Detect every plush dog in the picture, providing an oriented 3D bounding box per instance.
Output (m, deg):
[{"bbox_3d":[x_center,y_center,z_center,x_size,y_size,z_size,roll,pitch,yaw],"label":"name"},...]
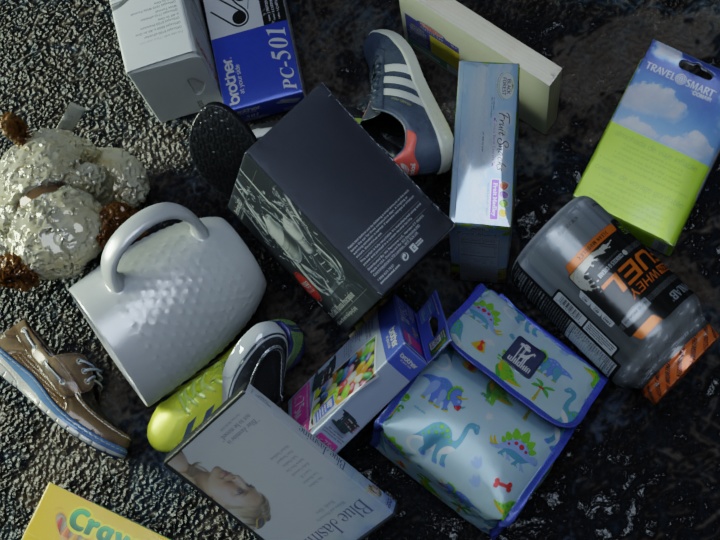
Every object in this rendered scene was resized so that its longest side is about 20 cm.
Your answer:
[{"bbox_3d":[-0.322,-0.065,1.383,0.198,0.161,0.173,-26,51,-3],"label":"plush dog"}]

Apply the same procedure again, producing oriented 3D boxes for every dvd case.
[{"bbox_3d":[-0.079,0.211,1.286,0.199,0.018,0.142,40,123,-14],"label":"dvd case"}]

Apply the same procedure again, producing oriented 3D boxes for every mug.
[{"bbox_3d":[-0.198,0.014,1.348,0.174,0.201,0.148,-35,51,-13],"label":"mug"}]

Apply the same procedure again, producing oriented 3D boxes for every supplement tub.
[{"bbox_3d":[0.259,0.031,1.330,0.122,0.123,0.200,-44,76,-7],"label":"supplement tub"}]

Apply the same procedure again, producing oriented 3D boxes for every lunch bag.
[{"bbox_3d":[0.131,0.136,1.318,0.169,0.128,0.201,37,72,9],"label":"lunch bag"}]

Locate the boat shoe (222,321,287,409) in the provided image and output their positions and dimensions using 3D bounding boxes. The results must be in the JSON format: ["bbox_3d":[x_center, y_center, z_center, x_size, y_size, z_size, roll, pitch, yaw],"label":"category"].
[{"bbox_3d":[-0.106,0.151,1.319,0.068,0.071,0.202,38,116,40],"label":"boat shoe"}]

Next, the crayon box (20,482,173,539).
[{"bbox_3d":[-0.266,0.339,1.336,0.198,0.058,0.175,22,78,12],"label":"crayon box"}]

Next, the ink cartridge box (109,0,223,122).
[{"bbox_3d":[-0.225,-0.290,1.460,0.082,0.145,0.203,-16,73,2],"label":"ink cartridge box"}]

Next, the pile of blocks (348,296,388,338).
[{"bbox_3d":[0.000,0.000,1.399,0.081,0.062,0.203,-15,73,2],"label":"pile of blocks"}]

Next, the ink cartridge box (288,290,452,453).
[{"bbox_3d":[0.005,0.102,1.311,0.200,0.120,0.042,-43,109,13],"label":"ink cartridge box"}]

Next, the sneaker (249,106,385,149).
[{"bbox_3d":[-0.071,-0.117,1.430,0.197,0.072,0.084,-17,66,1],"label":"sneaker"}]

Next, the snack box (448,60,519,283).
[{"bbox_3d":[0.127,-0.095,1.339,0.067,0.200,0.171,3,75,7],"label":"snack box"}]

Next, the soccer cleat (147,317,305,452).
[{"bbox_3d":[-0.146,0.115,1.371,0.199,0.084,0.065,-35,74,-4],"label":"soccer cleat"}]

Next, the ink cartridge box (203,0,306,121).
[{"bbox_3d":[-0.125,-0.275,1.498,0.093,0.044,0.203,-14,74,4],"label":"ink cartridge box"}]

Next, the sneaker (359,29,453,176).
[{"bbox_3d":[0.028,-0.182,1.416,0.083,0.075,0.201,-14,54,-16],"label":"sneaker"}]

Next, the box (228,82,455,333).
[{"bbox_3d":[-0.026,-0.053,1.267,0.104,0.200,0.182,-42,88,-16],"label":"box"}]

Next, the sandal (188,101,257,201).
[{"bbox_3d":[-0.116,-0.099,1.401,0.074,0.201,0.045,-22,32,22],"label":"sandal"}]

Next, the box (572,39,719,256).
[{"bbox_3d":[0.322,-0.133,1.407,0.121,0.048,0.202,26,79,12],"label":"box"}]

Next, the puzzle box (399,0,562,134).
[{"bbox_3d":[0.128,-0.233,1.413,0.199,0.133,0.026,36,81,14],"label":"puzzle box"}]

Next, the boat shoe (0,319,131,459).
[{"bbox_3d":[-0.314,0.122,1.394,0.199,0.072,0.073,35,79,14],"label":"boat shoe"}]
